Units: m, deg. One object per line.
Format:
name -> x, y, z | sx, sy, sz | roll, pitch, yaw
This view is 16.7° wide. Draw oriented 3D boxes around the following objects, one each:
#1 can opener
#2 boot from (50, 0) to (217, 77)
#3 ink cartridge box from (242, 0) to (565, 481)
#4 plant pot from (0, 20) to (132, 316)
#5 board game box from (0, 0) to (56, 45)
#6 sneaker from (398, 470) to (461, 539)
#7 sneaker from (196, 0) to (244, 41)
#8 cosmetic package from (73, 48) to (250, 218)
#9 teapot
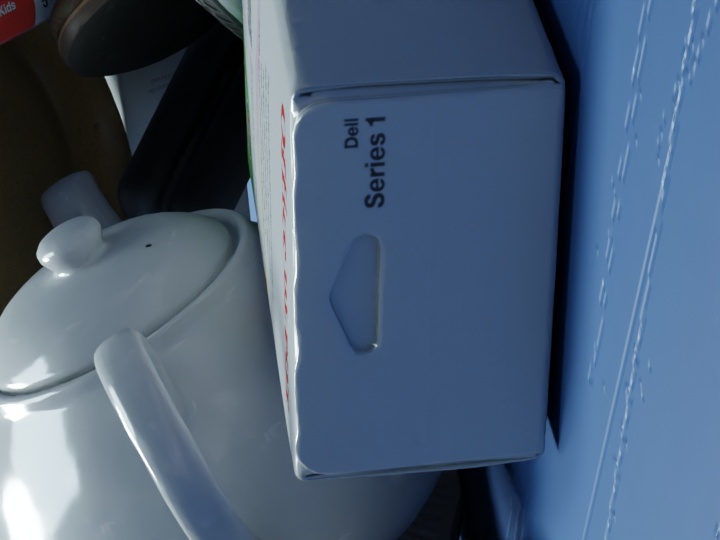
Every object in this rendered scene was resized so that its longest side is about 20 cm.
can opener -> -0.044, -0.094, 1.105 | 0.067, 0.053, 0.200 | 72, -141, -60
boot -> -0.072, -0.151, 1.018 | 0.200, 0.075, 0.074 | -45, -11, -37
ink cartridge box -> 0.008, -0.048, 0.817 | 0.200, 0.084, 0.145 | -102, 10, -56
plant pot -> -0.166, -0.043, 1.007 | 0.200, 0.027, 0.200 | 30, -128, -47
board game box -> -0.144, -0.209, 1.003 | 0.200, 0.056, 0.196 | -42, -58, -54
sneaker -> 0.007, 0.133, 0.971 | 0.200, 0.078, 0.079 | -106, 20, -59
sneaker -> 0.003, -0.135, 0.985 | 0.115, 0.076, 0.200 | -52, -15, 8
cosmetic package -> -0.118, -0.040, 1.161 | 0.113, 0.081, 0.200 | 13, 117, 38
teapot -> -0.072, 0.045, 0.915 | 0.146, 0.200, 0.197 | 59, -135, -22
